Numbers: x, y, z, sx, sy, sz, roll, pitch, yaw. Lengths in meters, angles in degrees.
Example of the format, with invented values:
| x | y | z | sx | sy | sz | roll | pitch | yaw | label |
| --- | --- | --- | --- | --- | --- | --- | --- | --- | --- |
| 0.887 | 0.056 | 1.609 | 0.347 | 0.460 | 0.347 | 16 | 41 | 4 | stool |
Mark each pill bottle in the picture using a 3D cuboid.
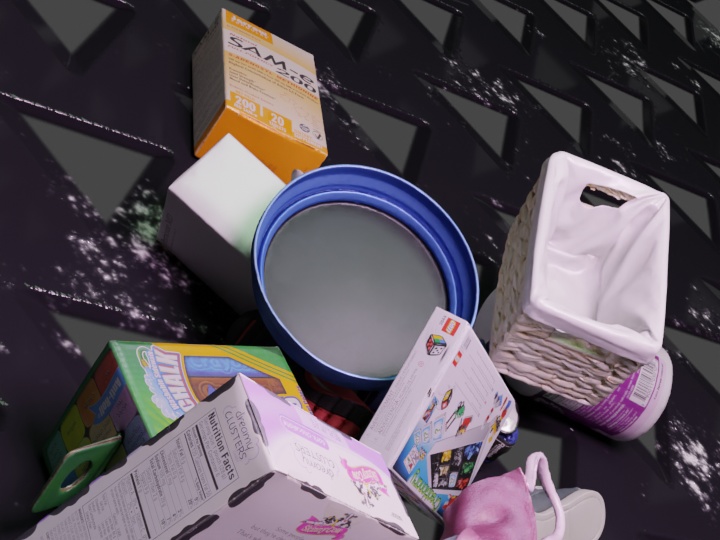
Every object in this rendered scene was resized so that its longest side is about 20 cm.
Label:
| x | y | z | sx | sy | sz | roll | pitch | yaw | label |
| --- | --- | --- | --- | --- | --- | --- | --- | --- | --- |
| 0.217 | 0.091 | 1.404 | 0.198 | 0.113 | 0.113 | 27 | 31 | -20 | pill bottle |

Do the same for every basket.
| x | y | z | sx | sy | sz | roll | pitch | yaw | label |
| --- | --- | --- | --- | --- | --- | --- | --- | --- | --- |
| 0.208 | 0.011 | 1.295 | 0.134 | 0.124 | 0.202 | 21 | 50 | -7 | basket |

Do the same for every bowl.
| x | y | z | sx | sy | sz | roll | pitch | yaw | label |
| --- | --- | --- | --- | --- | --- | --- | --- | --- | --- |
| 0.002 | 0.008 | 1.129 | 0.198 | 0.039 | 0.203 | 10 | 59 | -16 | bowl |

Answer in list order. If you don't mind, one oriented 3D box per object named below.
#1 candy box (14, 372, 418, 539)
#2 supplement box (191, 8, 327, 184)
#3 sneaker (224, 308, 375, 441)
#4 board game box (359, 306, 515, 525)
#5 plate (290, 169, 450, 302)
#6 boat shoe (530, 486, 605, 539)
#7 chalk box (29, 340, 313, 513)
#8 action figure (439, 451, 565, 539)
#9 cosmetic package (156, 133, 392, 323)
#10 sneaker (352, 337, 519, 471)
| x | y | z | sx | sy | sz | roll | pitch | yaw | label |
| --- | --- | --- | --- | --- | --- | --- | --- | --- | --- |
| -0.091 | 0.169 | 0.824 | 0.167 | 0.199 | 0.072 | 37 | 21 | -50 | candy box |
| -0.111 | -0.181 | 1.451 | 0.125 | 0.074 | 0.201 | 24 | 33 | -25 | supplement box |
| -0.043 | 0.116 | 1.146 | 0.200 | 0.074 | 0.087 | 44 | -3 | 27 | sneaker |
| 0.066 | 0.124 | 1.090 | 0.034 | 0.127 | 0.200 | 26 | -13 | 25 | board game box |
| 0.000 | 0.000 | 1.276 | 0.199 | 0.032 | 0.200 | 40 | -12 | 2 | plate |
| 0.136 | 0.232 | 1.196 | 0.198 | 0.074 | 0.061 | -7 | 8 | -43 | boat shoe |
| -0.137 | 0.135 | 0.943 | 0.198 | 0.125 | 0.125 | 7 | 42 | -44 | chalk box |
| 0.114 | 0.239 | 1.005 | 0.200 | 0.147 | 0.135 | -136 | -159 | -81 | action figure |
| -0.079 | -0.011 | 1.200 | 0.199 | 0.108 | 0.085 | 40 | 62 | 6 | cosmetic package |
| 0.087 | 0.123 | 1.249 | 0.198 | 0.081 | 0.116 | 3 | 43 | -48 | sneaker |
